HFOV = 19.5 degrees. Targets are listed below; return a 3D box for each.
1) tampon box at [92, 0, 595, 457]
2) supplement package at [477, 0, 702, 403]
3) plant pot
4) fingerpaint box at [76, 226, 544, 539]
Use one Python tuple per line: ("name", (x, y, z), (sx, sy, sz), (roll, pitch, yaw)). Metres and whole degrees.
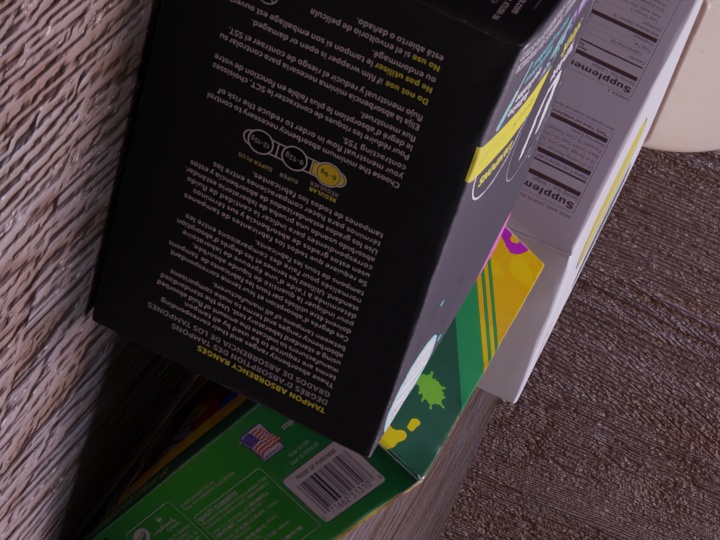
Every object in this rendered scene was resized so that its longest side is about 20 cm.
("tampon box", (0.001, -0.063, 0.791), (0.150, 0.126, 0.200), (-55, 168, -48))
("supplement package", (0.066, -0.072, 1.096), (0.200, 0.150, 0.152), (-60, 171, -31))
("plant pot", (0.225, -0.206, 1.652), (0.177, 0.200, 0.200), (-31, 147, -54))
("fingerpaint box", (-0.028, 0.065, 0.950), (0.200, 0.073, 0.167), (-40, -170, 40))
